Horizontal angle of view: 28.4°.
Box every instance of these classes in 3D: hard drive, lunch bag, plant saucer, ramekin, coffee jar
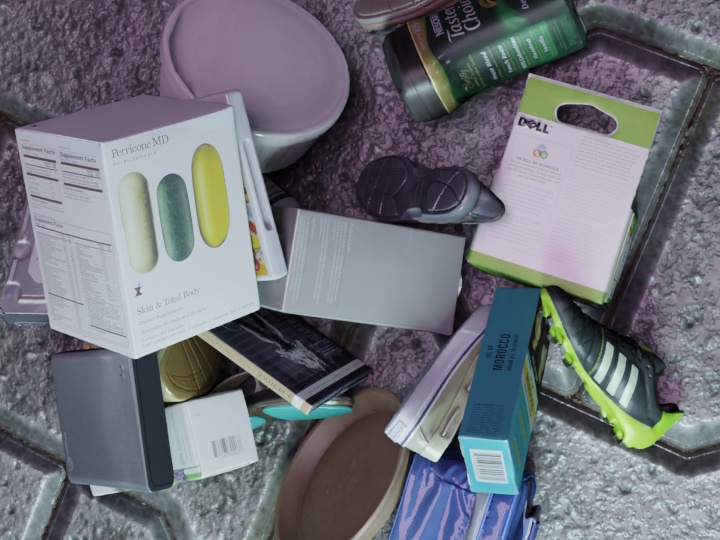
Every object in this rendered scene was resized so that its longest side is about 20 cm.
[{"bbox_3d":[-0.254,0.149,1.443,0.199,0.033,0.141,-8,91,56],"label":"hard drive"},{"bbox_3d":[0.106,0.268,1.423,0.131,0.136,0.202,18,90,15],"label":"lunch bag"},{"bbox_3d":[-0.312,-0.036,1.571,0.139,0.038,0.202,1,65,17],"label":"hard drive"},{"bbox_3d":[-0.014,0.214,1.456,0.029,0.200,0.200,35,100,-28],"label":"plant saucer"},{"bbox_3d":[-0.119,-0.192,1.487,0.203,0.202,0.094,48,143,13],"label":"ramekin"},{"bbox_3d":[0.123,-0.234,1.449,0.199,0.085,0.105,-26,48,9],"label":"coffee jar"}]

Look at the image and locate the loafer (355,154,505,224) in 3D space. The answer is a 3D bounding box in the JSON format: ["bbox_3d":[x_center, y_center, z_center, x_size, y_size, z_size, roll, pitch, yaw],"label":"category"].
[{"bbox_3d":[0.069,-0.073,1.454,0.199,0.063,0.072,13,81,57],"label":"loafer"}]

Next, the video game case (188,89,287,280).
[{"bbox_3d":[-0.161,-0.077,1.411,0.199,0.023,0.184,-4,104,48],"label":"video game case"}]

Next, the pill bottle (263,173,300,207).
[{"bbox_3d":[-0.135,-0.055,1.518,0.200,0.116,0.117,40,99,13],"label":"pill bottle"}]

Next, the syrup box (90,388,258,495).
[{"bbox_3d":[-0.207,0.183,1.504,0.199,0.078,0.082,-18,84,44],"label":"syrup box"}]

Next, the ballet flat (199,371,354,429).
[{"bbox_3d":[-0.101,0.135,1.520,0.199,0.068,0.069,-14,69,22],"label":"ballet flat"}]

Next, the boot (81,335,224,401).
[{"bbox_3d":[-0.228,0.094,1.502,0.154,0.200,0.073,-15,110,17],"label":"boot"}]

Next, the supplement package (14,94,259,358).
[{"bbox_3d":[-0.208,-0.047,1.339,0.150,0.151,0.202,13,116,46],"label":"supplement package"}]

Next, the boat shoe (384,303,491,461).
[{"bbox_3d":[0.094,0.114,1.426,0.062,0.200,0.072,39,142,1],"label":"boat shoe"}]

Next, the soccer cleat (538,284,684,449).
[{"bbox_3d":[0.246,0.086,1.405,0.081,0.068,0.201,-35,107,0],"label":"soccer cleat"}]

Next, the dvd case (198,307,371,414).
[{"bbox_3d":[-0.099,0.070,1.485,0.199,0.149,0.016,34,112,15],"label":"dvd case"}]

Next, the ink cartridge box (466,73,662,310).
[{"bbox_3d":[0.211,-0.078,1.439,0.147,0.076,0.202,18,88,17],"label":"ink cartridge box"}]

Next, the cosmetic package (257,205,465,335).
[{"bbox_3d":[0.000,0.000,1.437,0.090,0.199,0.108,9,88,60],"label":"cosmetic package"}]

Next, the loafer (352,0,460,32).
[{"bbox_3d":[0.090,-0.296,1.491,0.199,0.063,0.072,-25,47,17],"label":"loafer"}]

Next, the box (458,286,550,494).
[{"bbox_3d":[0.143,0.114,1.386,0.049,0.083,0.201,1,44,18],"label":"box"}]
